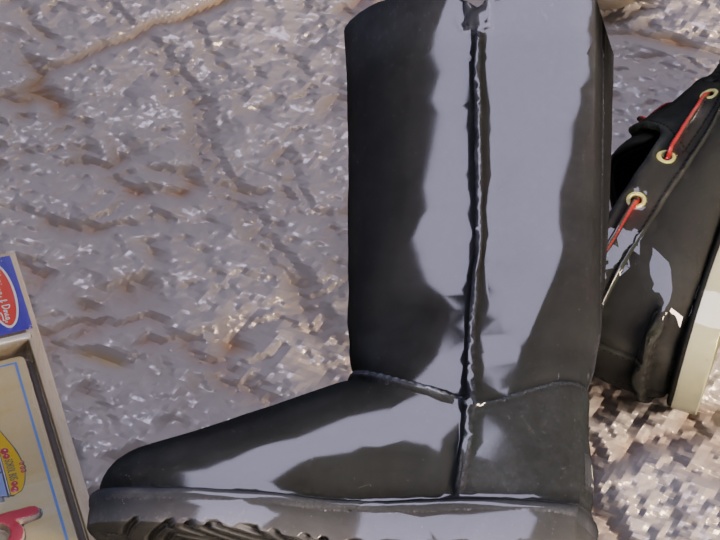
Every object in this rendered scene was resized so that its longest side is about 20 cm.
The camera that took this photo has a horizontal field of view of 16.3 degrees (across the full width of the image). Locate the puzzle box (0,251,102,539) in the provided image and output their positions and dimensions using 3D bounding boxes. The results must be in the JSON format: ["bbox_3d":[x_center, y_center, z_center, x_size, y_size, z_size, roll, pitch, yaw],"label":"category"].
[{"bbox_3d":[-0.157,0.079,0.834,0.132,0.026,0.201,-14,43,-12],"label":"puzzle box"}]

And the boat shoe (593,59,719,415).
[{"bbox_3d":[0.121,-0.037,0.905,0.063,0.074,0.202,18,51,11],"label":"boat shoe"}]

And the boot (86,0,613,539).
[{"bbox_3d":[0.001,0.000,0.825,0.164,0.066,0.201,3,68,1],"label":"boot"}]

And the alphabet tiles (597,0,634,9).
[{"bbox_3d":[0.120,-0.180,1.104,0.199,0.015,0.195,27,51,29],"label":"alphabet tiles"}]
